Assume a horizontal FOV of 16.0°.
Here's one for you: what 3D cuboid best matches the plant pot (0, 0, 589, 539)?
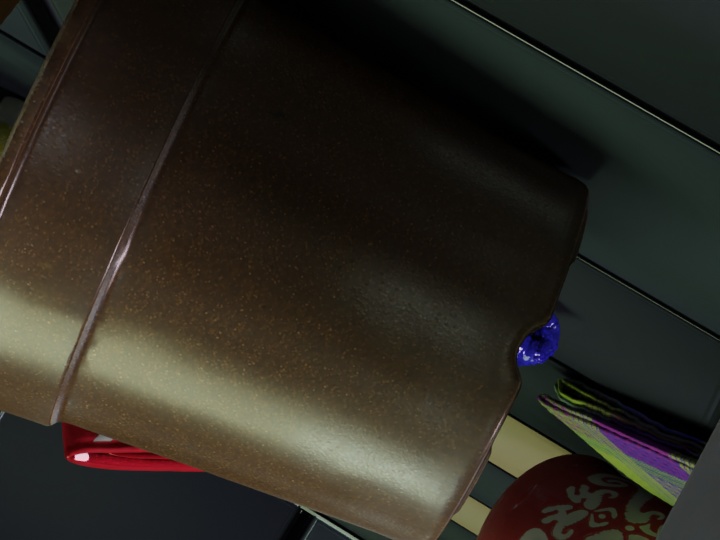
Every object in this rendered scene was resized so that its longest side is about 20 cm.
[{"bbox_3d":[-0.032,-0.005,0.956,0.197,0.201,0.200,24,171,-2],"label":"plant pot"}]

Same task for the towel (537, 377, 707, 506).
[{"bbox_3d":[0.195,0.117,1.309,0.144,0.023,0.200,39,169,-39],"label":"towel"}]

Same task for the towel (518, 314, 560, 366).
[{"bbox_3d":[0.000,0.000,1.255,0.147,0.050,0.200,35,170,-19],"label":"towel"}]

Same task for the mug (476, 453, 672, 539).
[{"bbox_3d":[0.188,0.183,1.442,0.200,0.177,0.134,19,130,52],"label":"mug"}]

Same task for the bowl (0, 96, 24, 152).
[{"bbox_3d":[-0.212,-0.040,1.560,0.200,0.108,0.200,31,171,6],"label":"bowl"}]

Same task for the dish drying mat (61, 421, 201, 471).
[{"bbox_3d":[-0.088,-0.009,1.066,0.076,0.201,0.018,1,148,-10],"label":"dish drying mat"}]

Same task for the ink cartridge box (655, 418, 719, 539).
[{"bbox_3d":[0.174,0.116,0.756,0.083,0.147,0.201,-5,125,36],"label":"ink cartridge box"}]

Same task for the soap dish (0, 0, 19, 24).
[{"bbox_3d":[-0.210,-0.144,0.907,0.199,0.158,0.081,30,154,9],"label":"soap dish"}]
